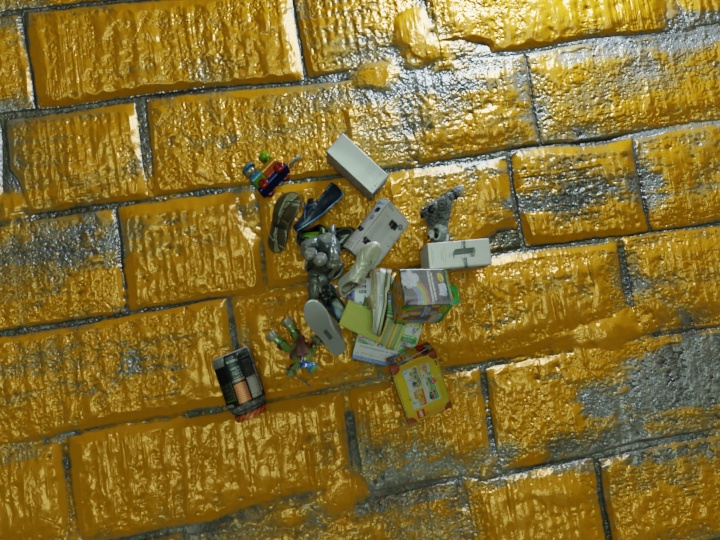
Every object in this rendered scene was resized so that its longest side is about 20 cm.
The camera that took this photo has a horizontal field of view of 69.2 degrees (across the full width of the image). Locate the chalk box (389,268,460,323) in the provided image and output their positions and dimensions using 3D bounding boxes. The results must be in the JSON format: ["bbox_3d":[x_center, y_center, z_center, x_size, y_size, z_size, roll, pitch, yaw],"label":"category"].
[{"bbox_3d":[0.199,0.078,1.569,0.195,0.124,0.127,1,60,-13],"label":"chalk box"}]

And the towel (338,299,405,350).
[{"bbox_3d":[0.037,0.167,1.601,0.197,0.018,0.088,24,90,-5],"label":"towel"}]

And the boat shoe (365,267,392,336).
[{"bbox_3d":[0.050,0.094,1.567,0.067,0.075,0.205,7,78,8],"label":"boat shoe"}]

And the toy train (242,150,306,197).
[{"bbox_3d":[-0.277,-0.343,1.671,0.115,0.085,0.200,42,84,14],"label":"toy train"}]

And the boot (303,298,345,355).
[{"bbox_3d":[-0.114,0.164,1.604,0.073,0.096,0.202,-28,108,0],"label":"boot"}]

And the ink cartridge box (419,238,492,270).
[{"bbox_3d":[0.295,-0.043,1.639,0.195,0.144,0.086,-4,85,-4],"label":"ink cartridge box"}]

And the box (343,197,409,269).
[{"bbox_3d":[0.051,-0.114,1.650,0.116,0.060,0.201,40,83,-30],"label":"box"}]

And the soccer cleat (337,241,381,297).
[{"bbox_3d":[0.000,0.000,1.586,0.069,0.078,0.201,28,116,-24],"label":"soccer cleat"}]

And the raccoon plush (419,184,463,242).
[{"bbox_3d":[0.285,-0.173,1.680,0.198,0.097,0.135,-33,95,-5],"label":"raccoon plush"}]

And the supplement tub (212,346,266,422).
[{"bbox_3d":[-0.363,0.346,1.583,0.120,0.123,0.204,-20,87,-4],"label":"supplement tub"}]

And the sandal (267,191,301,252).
[{"bbox_3d":[-0.245,-0.156,1.670,0.079,0.054,0.204,19,99,4],"label":"sandal"}]

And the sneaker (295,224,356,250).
[{"bbox_3d":[-0.108,-0.105,1.651,0.195,0.083,0.072,-3,75,-4],"label":"sneaker"}]

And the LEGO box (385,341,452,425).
[{"bbox_3d":[0.179,0.347,1.605,0.146,0.077,0.204,-20,105,-5],"label":"LEGO box"}]

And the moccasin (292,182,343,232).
[{"bbox_3d":[-0.146,-0.203,1.668,0.200,0.080,0.069,-43,99,-19],"label":"moccasin"}]

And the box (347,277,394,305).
[{"bbox_3d":[0.054,0.084,1.669,0.195,0.041,0.122,-1,86,-1],"label":"box"}]

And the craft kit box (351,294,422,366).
[{"bbox_3d":[0.086,0.197,1.635,0.196,0.049,0.202,14,99,-5],"label":"craft kit box"}]

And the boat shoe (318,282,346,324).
[{"bbox_3d":[-0.093,0.090,1.650,0.068,0.057,0.201,-39,87,-6],"label":"boat shoe"}]

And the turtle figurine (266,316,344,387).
[{"bbox_3d":[-0.190,0.254,1.625,0.194,0.199,0.145,45,107,21],"label":"turtle figurine"}]

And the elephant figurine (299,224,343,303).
[{"bbox_3d":[-0.121,-0.005,1.595,0.152,0.202,0.142,-18,50,-18],"label":"elephant figurine"}]

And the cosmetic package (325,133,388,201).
[{"bbox_3d":[-0.013,-0.326,1.665,0.200,0.108,0.085,44,84,0],"label":"cosmetic package"}]
